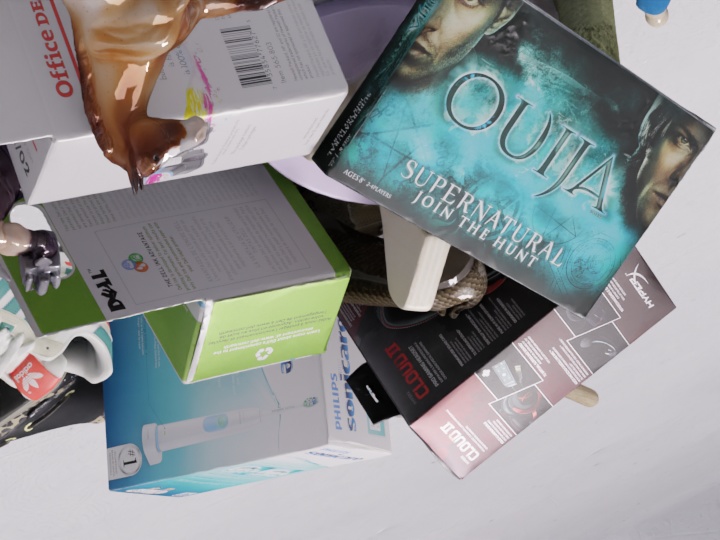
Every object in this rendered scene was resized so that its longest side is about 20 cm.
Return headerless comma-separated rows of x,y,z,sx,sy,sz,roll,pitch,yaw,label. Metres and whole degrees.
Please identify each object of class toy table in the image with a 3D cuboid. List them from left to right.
0.036,-0.083,0.968,0.199,0.117,0.185,-7,118,-23,toy table

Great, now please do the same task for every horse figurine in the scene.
-0.105,-0.147,0.714,0.132,0.050,0.200,-33,117,11,horse figurine

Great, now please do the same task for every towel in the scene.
0.148,-0.124,1.045,0.036,0.149,0.200,-8,162,9,towel

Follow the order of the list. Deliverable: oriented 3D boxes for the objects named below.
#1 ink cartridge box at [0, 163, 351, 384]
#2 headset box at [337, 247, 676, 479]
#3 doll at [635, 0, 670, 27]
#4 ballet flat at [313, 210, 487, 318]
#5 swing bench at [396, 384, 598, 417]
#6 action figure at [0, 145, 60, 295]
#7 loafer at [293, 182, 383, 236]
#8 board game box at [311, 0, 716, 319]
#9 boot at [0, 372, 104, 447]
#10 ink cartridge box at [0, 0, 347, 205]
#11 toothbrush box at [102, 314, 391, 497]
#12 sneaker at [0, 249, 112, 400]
-0.129,-0.006,0.992,0.199,0.148,0.076,-12,140,-29,ink cartridge box
0.079,0.027,1.079,0.200,0.149,0.075,-39,131,4,headset box
0.230,-0.206,1.065,0.199,0.049,0.136,-6,153,-43,doll
0.000,0.000,1.068,0.199,0.068,0.046,6,143,39,ballet flat
0.049,0.046,1.278,0.198,0.131,0.199,-1,180,44,swing bench
-0.172,-0.057,0.857,0.200,0.131,0.069,-31,-171,-39,action figure
0.014,-0.064,1.138,0.200,0.076,0.067,-38,163,33,loafer
0.088,-0.070,0.908,0.199,0.028,0.136,27,103,-32,board game box
-0.268,0.108,1.261,0.203,0.074,0.154,-30,163,20,boot
-0.121,-0.105,0.813,0.199,0.116,0.068,-12,159,-29,ink cartridge box
-0.086,0.075,1.191,0.199,0.147,0.085,-17,162,32,toothbrush box
-0.232,0.034,1.077,0.070,0.094,0.199,-33,159,25,sneaker
